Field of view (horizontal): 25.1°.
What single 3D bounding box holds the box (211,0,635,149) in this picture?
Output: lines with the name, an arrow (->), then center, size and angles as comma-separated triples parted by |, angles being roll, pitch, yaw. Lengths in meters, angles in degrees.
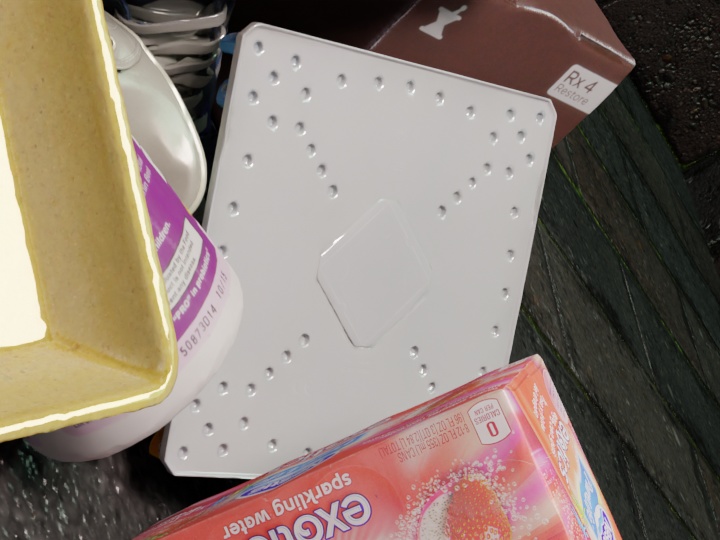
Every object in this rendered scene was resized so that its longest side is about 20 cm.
box -> 0.009, -0.149, 0.886 | 0.165, 0.164, 0.201 | 18, 38, -45

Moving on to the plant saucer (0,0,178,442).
plant saucer -> -0.168, -0.037, 0.488 | 0.198, 0.048, 0.202 | -11, 87, -36

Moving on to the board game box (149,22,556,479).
board game box -> 0.000, 0.000, 0.773 | 0.199, 0.026, 0.202 | 8, 94, -40

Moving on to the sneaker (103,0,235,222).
sneaker -> -0.091, -0.079, 0.750 | 0.200, 0.080, 0.148 | 143, -58, -69

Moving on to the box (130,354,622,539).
box -> -0.001, 0.124, 0.664 | 0.103, 0.198, 0.095 | 66, 16, 1

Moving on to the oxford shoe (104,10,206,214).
oxford shoe -> -0.135, -0.095, 0.665 | 0.201, 0.075, 0.058 | 55, -4, -17

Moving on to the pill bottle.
pill bottle -> -0.140, -0.031, 0.614 | 0.201, 0.111, 0.113 | 55, 20, -32

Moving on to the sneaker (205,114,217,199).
sneaker -> -0.082, -0.061, 0.911 | 0.106, 0.075, 0.201 | 33, 26, -51
